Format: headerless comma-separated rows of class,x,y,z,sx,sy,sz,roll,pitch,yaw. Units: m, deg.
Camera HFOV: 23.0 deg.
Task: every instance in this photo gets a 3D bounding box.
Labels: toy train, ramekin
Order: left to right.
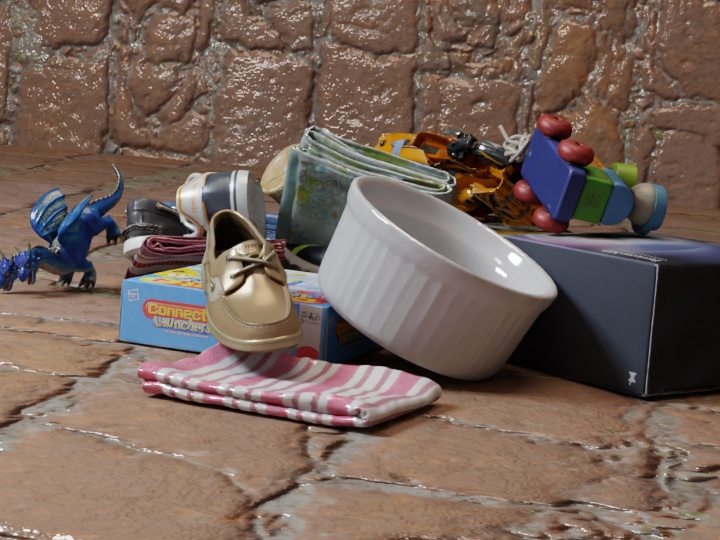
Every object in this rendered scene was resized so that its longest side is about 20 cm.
ramekin,0.060,0.009,1.524,0.200,0.098,0.200,27,16,-8
toy train,0.209,-0.096,1.673,0.116,0.085,0.200,13,20,-16

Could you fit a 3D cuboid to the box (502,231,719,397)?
box,0.259,0.034,1.603,0.198,0.123,0.200,-3,10,-38

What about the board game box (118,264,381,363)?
board game box,-0.086,0.037,1.611,0.200,0.056,0.196,7,7,20

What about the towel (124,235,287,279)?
towel,-0.163,-0.004,1.818,0.144,0.023,0.200,2,-12,-13

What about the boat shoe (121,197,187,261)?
boat shoe,-0.195,-0.030,1.896,0.074,0.060,0.200,-10,-15,23

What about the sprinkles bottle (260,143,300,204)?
sprinkles bottle,-0.019,-0.053,1.924,0.200,0.068,0.068,41,-12,-28

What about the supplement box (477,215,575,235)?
supplement box,0.152,0.001,1.858,0.131,0.103,0.200,2,7,-9

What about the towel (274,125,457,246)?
towel,0.001,-0.049,1.818,0.171,0.200,0.048,20,50,6

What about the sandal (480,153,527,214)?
sandal,0.179,-0.097,1.864,0.200,0.076,0.043,5,44,49

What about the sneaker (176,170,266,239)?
sneaker,-0.140,-0.059,1.796,0.079,0.079,0.200,-3,-13,3

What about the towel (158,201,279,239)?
towel,-0.140,-0.026,1.996,0.200,0.049,0.112,6,-28,12

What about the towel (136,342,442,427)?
towel,-0.053,0.085,1.365,0.200,0.030,0.146,8,9,23

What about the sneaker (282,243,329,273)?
sneaker,0.000,0.000,1.790,0.200,0.083,0.072,21,-22,41

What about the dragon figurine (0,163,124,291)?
dragon figurine,-0.300,-0.048,1.826,0.059,0.200,0.099,12,-28,34

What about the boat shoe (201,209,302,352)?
boat shoe,-0.097,0.008,1.458,0.071,0.065,0.200,-7,24,-16

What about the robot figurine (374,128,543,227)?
robot figurine,0.111,-0.092,1.822,0.200,0.058,0.145,13,-19,46
